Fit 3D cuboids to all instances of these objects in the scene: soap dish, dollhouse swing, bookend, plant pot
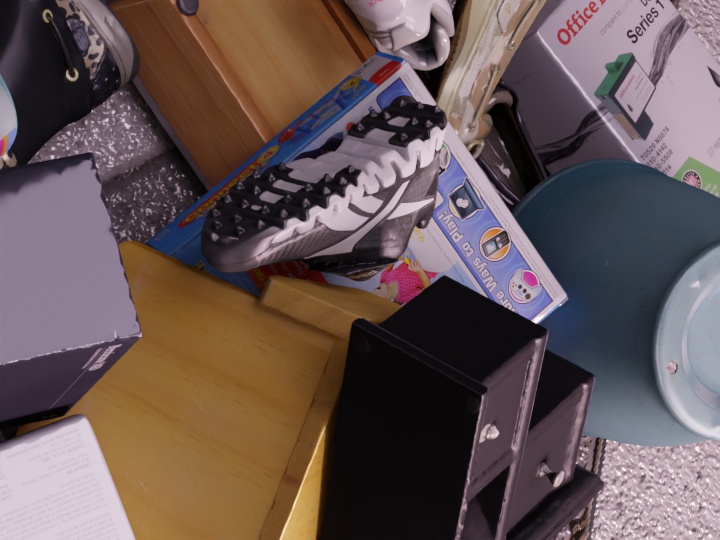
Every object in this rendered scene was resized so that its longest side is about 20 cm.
[{"bbox_3d":[-0.061,-0.128,1.435,0.157,0.081,0.201,-39,99,-39],"label":"soap dish"},{"bbox_3d":[-0.079,0.091,1.311,0.181,0.175,0.201,8,104,-62],"label":"dollhouse swing"},{"bbox_3d":[0.075,0.087,1.282,0.092,0.200,0.200,27,39,25],"label":"bookend"},{"bbox_3d":[0.212,0.033,1.461,0.199,0.188,0.202,-4,100,-24],"label":"plant pot"}]

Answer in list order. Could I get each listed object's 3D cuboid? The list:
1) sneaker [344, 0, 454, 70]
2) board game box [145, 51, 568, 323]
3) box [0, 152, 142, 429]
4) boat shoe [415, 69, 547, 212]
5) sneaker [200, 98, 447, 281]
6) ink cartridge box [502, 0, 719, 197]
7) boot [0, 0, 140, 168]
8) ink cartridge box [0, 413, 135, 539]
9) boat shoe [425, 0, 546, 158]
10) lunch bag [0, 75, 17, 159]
[{"bbox_3d":[0.029,-0.182,1.460,0.100,0.078,0.200,63,18,-3],"label":"sneaker"},{"bbox_3d":[0.000,0.000,1.367,0.195,0.056,0.200,-39,112,-8],"label":"board game box"},{"bbox_3d":[-0.235,0.029,1.146,0.181,0.200,0.105,-11,79,-23],"label":"box"},{"bbox_3d":[0.083,-0.115,1.546,0.072,0.065,0.201,-23,87,-38],"label":"boat shoe"},{"bbox_3d":[-0.014,-0.026,1.261,0.200,0.066,0.091,-32,126,-43],"label":"sneaker"},{"bbox_3d":[0.198,-0.128,1.624,0.200,0.084,0.146,50,51,-12],"label":"ink cartridge box"},{"bbox_3d":[-0.247,-0.150,1.313,0.204,0.073,0.154,46,55,-12],"label":"boot"},{"bbox_3d":[-0.196,0.202,1.205,0.162,0.057,0.201,-21,91,-20],"label":"ink cartridge box"},{"bbox_3d":[0.082,-0.129,1.479,0.063,0.073,0.202,18,90,-8],"label":"boat shoe"},{"bbox_3d":[-0.293,-0.107,1.209,0.200,0.160,0.077,51,46,-2],"label":"lunch bag"}]
